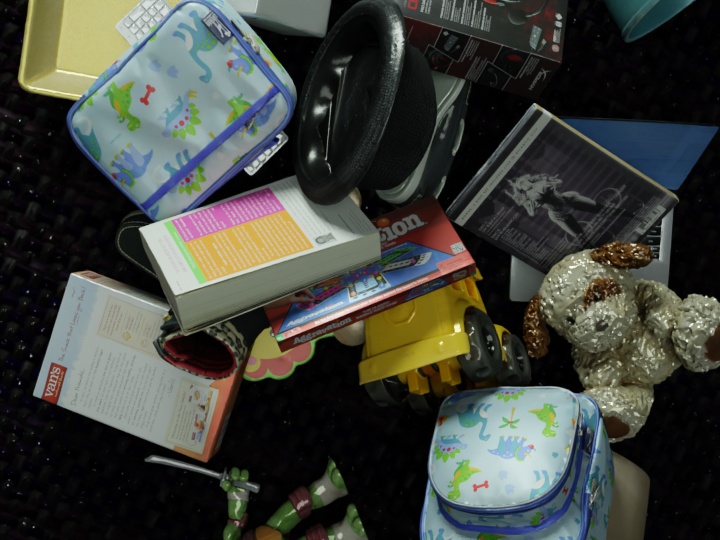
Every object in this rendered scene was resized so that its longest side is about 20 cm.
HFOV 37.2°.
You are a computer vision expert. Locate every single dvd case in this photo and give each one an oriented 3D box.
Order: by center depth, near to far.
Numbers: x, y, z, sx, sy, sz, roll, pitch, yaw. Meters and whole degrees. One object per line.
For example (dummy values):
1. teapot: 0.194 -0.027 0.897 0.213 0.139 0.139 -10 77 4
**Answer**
1. dvd case: 0.209 -0.067 1.110 0.198 0.016 0.149 27 119 -22

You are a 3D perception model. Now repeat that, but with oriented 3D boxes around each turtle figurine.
1. turtle figurine: -0.102 0.265 1.119 0.192 0.144 0.202 -25 102 -7

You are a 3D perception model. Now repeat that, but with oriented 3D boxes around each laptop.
1. laptop: 0.264 -0.056 1.137 0.184 0.116 0.204 2 96 -6

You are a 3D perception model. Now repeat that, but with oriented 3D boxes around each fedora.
1. fedora: 0.014 -0.151 1.018 0.091 0.200 0.203 17 95 -31

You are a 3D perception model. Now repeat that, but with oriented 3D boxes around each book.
1. book: -0.097 -0.029 1.011 0.197 0.134 0.049 -20 132 -16

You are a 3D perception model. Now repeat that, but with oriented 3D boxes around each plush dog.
1. plush dog: 0.266 0.049 1.121 0.171 0.161 0.200 41 113 -14

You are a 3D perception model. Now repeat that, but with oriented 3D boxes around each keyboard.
1. keyboard: -0.159 -0.189 1.081 0.056 0.011 0.200 -42 100 -1

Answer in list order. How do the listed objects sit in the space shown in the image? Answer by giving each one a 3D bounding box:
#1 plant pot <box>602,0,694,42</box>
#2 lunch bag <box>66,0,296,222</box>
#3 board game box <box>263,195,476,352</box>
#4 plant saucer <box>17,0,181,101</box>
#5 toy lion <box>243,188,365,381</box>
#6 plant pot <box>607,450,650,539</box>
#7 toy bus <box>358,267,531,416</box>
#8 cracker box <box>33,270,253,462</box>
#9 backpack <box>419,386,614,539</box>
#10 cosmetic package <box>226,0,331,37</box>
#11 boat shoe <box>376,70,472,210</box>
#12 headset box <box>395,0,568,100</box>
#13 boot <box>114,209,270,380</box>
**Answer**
1. plant pot: 0.293 -0.369 1.077 0.199 0.200 0.189 -36 84 -1
2. lunch bag: -0.168 -0.154 1.038 0.199 0.083 0.161 -37 105 14
3. board game box: 0.000 0.000 1.017 0.197 0.104 0.020 -22 137 -7
4. plant saucer: -0.233 -0.266 1.093 0.197 0.048 0.203 9 96 -7
5. toy lion: -0.083 0.013 1.139 0.188 0.069 0.203 -7 97 2
6. plant pot: 0.224 0.277 1.145 0.198 0.200 0.175 30 77 -9
7. toy bus: 0.080 0.042 1.116 0.134 0.199 0.195 -20 67 25
8. cracker box: -0.223 0.097 1.111 0.197 0.058 0.136 20 95 3
9. backpack: 0.143 0.215 1.020 0.180 0.202 0.148 -5 140 23
10. cosmetic package: -0.074 -0.345 1.069 0.101 0.071 0.203 5 96 -47
11. boat shoe: 0.077 -0.154 1.135 0.060 0.075 0.202 32 81 -46
12. headset box: 0.107 -0.278 1.087 0.197 0.075 0.151 15 65 -7
13. boot: -0.173 0.019 1.045 0.201 0.154 0.074 24 121 6
